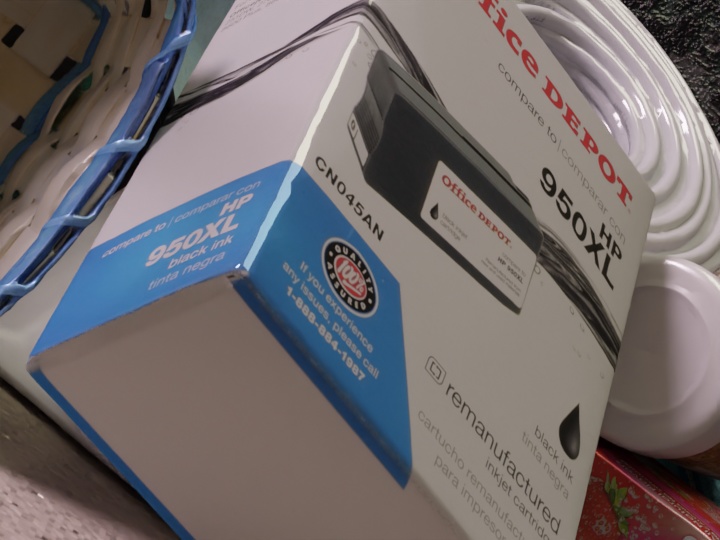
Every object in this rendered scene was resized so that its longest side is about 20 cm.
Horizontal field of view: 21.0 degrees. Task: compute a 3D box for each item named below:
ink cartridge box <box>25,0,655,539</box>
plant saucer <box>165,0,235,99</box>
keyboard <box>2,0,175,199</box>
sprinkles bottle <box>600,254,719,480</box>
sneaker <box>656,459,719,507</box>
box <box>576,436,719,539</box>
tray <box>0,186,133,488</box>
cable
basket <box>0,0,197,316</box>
[{"bbox_3d":[0.007,0.000,0.587,0.145,0.084,0.201,50,37,-24],"label":"ink cartridge box"},{"bbox_3d":[-0.084,-0.068,0.985,0.038,0.204,0.201,-2,-7,18],"label":"plant saucer"},{"bbox_3d":[-0.122,-0.060,0.734,0.126,0.021,0.201,17,-39,14],"label":"keyboard"},{"bbox_3d":[0.139,0.046,0.748,0.068,0.069,0.200,37,6,27],"label":"sprinkles bottle"},{"bbox_3d":[0.094,0.103,0.869,0.199,0.130,0.080,14,61,-45],"label":"sneaker"},{"bbox_3d":[0.038,0.079,0.723,0.199,0.096,0.100,37,7,20],"label":"box"},{"bbox_3d":[-0.040,0.052,0.663,0.199,0.022,0.107,37,47,19],"label":"tray"},{"bbox_3d":[0.066,-0.061,0.785,0.199,0.069,0.201,10,49,-39],"label":"cable"},{"bbox_3d":[-0.126,-0.064,0.554,0.139,0.177,0.200,36,-5,-7],"label":"basket"}]
